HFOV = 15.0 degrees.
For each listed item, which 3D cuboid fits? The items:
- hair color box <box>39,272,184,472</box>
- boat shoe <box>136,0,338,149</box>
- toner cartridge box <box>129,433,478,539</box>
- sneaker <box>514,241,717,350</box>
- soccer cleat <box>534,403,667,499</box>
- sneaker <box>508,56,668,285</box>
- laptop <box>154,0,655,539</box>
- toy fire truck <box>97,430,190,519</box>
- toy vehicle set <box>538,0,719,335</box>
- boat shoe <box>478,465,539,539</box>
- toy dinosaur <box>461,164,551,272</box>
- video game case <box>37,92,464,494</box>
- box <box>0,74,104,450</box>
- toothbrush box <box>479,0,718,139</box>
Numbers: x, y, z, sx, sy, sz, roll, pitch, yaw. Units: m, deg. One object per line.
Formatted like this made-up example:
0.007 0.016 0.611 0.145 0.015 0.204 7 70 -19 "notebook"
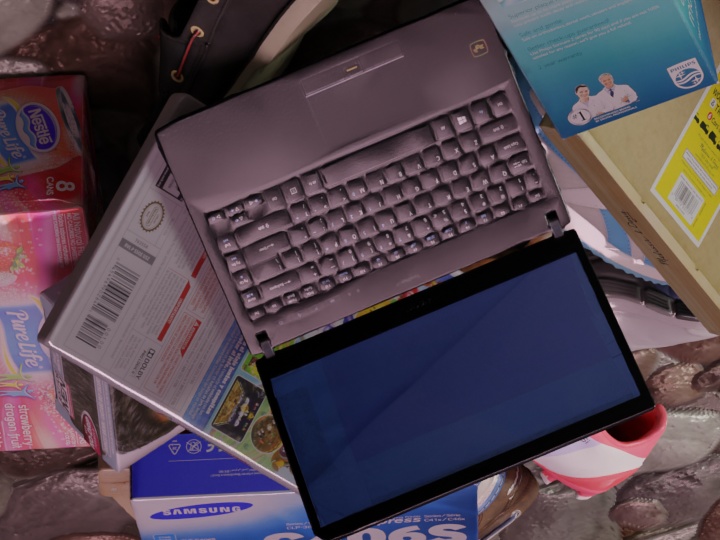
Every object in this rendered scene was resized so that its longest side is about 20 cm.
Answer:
-0.070 0.011 1.451 0.200 0.061 0.099 -33 146 -25 "hair color box"
-0.068 -0.116 1.389 0.063 0.074 0.201 43 140 2 "boat shoe"
-0.031 0.130 1.592 0.199 0.043 0.095 -3 151 2 "toner cartridge box"
0.151 0.015 1.563 0.199 0.075 0.087 -2 152 7 "sneaker"
0.094 0.077 1.623 0.200 0.067 0.076 25 125 -33 "soccer cleat"
0.147 -0.055 1.465 0.200 0.077 0.081 23 131 -30 "sneaker"
0.019 -0.003 1.316 0.177 0.103 0.201 -22 105 1 "laptop"
-0.110 0.115 1.656 0.141 0.049 0.200 -31 132 29 "toy fire truck"
0.177 -0.068 1.424 0.026 0.124 0.200 15 157 43 "toy vehicle set"
0.031 0.178 1.724 0.072 0.072 0.200 29 129 -34 "boat shoe"
0.073 0.002 1.460 0.106 0.061 0.200 32 161 -25 "toy dinosaur"
-0.048 0.021 1.385 0.200 0.144 0.018 32 171 -25 "video game case"
-0.186 0.000 1.477 0.094 0.103 0.200 -3 138 -1 "box"
0.085 -0.184 1.258 0.085 0.147 0.200 -20 135 17 "toothbrush box"
